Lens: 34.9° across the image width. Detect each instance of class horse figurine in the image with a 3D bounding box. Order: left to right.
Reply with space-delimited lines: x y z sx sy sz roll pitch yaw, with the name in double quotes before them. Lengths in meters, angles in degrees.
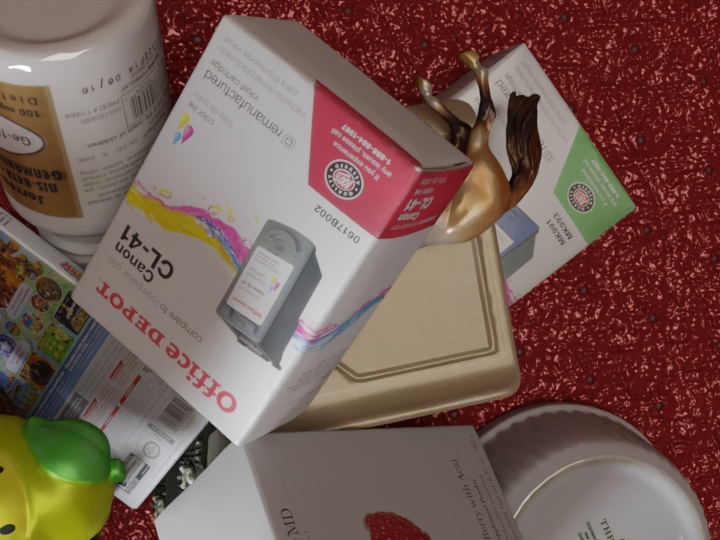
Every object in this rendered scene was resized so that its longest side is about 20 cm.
"horse figurine" 0.031 -0.054 0.711 0.200 0.050 0.133 -18 87 -4

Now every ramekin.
"ramekin" 0.159 0.203 0.842 0.200 0.105 0.201 -1 94 -12

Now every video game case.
"video game case" -0.195 0.058 0.750 0.200 0.018 0.143 37 127 -4

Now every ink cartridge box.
"ink cartridge box" -0.054 -0.024 0.659 0.148 0.086 0.200 39 111 15
"ink cartridge box" 0.069 -0.043 0.817 0.200 0.088 0.145 -36 99 -4

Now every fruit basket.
"fruit basket" -0.230 0.137 0.587 0.155 0.215 0.216 -5 96 -55

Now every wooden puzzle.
"wooden puzzle" 0.000 0.000 0.752 0.185 0.037 0.200 -11 92 -7

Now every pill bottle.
"pill bottle" -0.171 -0.086 0.709 0.114 0.114 0.200 -13 138 -10

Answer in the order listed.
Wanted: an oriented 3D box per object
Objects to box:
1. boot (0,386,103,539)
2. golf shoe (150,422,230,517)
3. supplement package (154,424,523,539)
"boot" -0.246 0.124 0.688 0.107 0.075 0.200 -33 82 -7
"golf shoe" -0.099 0.180 0.815 0.088 0.077 0.200 -5 97 -32
"supplement package" -0.008 0.181 0.739 0.200 0.120 0.121 4 52 -41
